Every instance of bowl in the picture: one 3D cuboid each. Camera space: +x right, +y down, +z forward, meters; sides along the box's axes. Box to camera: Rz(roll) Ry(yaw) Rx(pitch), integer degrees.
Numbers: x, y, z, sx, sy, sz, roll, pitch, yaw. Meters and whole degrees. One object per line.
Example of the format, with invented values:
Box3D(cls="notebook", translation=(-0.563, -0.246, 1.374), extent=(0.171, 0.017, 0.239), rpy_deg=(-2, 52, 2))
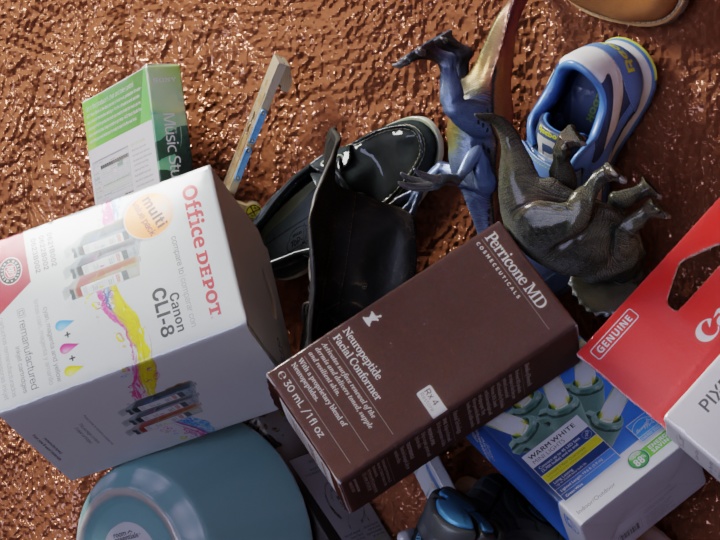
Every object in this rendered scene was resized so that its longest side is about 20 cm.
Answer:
Box3D(cls="bowl", translation=(-0.143, 0.218, 1.575), extent=(0.199, 0.105, 0.203), rpy_deg=(4, 97, 36))

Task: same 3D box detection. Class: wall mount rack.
Box3D(cls="wall mount rack", translation=(0.027, 0.153, 1.523), extent=(0.074, 0.174, 0.201), rpy_deg=(-24, 74, -13))

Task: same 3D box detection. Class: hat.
Box3D(cls="hat", translation=(0.000, 0.000, 1.489), extent=(0.080, 0.201, 0.203), rpy_deg=(8, 97, 1))

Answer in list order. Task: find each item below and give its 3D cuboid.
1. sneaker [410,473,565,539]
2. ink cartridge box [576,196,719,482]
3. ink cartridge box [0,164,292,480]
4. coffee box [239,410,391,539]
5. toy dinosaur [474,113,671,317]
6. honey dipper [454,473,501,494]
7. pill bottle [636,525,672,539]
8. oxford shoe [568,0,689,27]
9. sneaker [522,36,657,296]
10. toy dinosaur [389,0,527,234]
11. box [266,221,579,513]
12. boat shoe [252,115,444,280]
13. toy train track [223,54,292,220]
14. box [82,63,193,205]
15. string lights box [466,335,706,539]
Box3D(cls="sneaker", translation=(0.085, 0.197, 1.453), extent=(0.073, 0.199, 0.082), rpy_deg=(40, 106, 29))
Box3D(cls="ink cartridge box", translation=(0.271, 0.035, 1.363), extent=(0.176, 0.045, 0.200), rpy_deg=(40, 82, 21))
Box3D(cls="ink cartridge box", translation=(-0.165, 0.041, 1.523), extent=(0.198, 0.145, 0.146), rpy_deg=(-20, 60, 6))
Box3D(cls="coffee box", translation=(-0.070, 0.184, 1.632), extent=(0.113, 0.080, 0.201), rpy_deg=(-43, 69, 28))
Box3D(cls="toy dinosaur", translation=(0.149, -0.033, 1.415), extent=(0.102, 0.199, 0.077), rpy_deg=(-50, 27, 17))
Box3D(cls="honey dipper", translation=(0.149, 0.145, 1.513), extent=(0.199, 0.038, 0.038), rpy_deg=(-18, 82, 34))
Box3D(cls="pill bottle", translation=(0.150, 0.277, 1.468), extent=(0.200, 0.115, 0.116), rpy_deg=(-45, 68, 26))
Box3D(cls="oxford shoe", translation=(0.148, -0.233, 1.482), extent=(0.199, 0.071, 0.072), rpy_deg=(32, 107, 27))
Box3D(cls="sneaker", translation=(0.146, -0.075, 1.481), extent=(0.074, 0.082, 0.202), rpy_deg=(25, 108, 29))
Box3D(cls="toy dinosaur", translation=(0.088, -0.086, 1.503), extent=(0.199, 0.105, 0.182), rpy_deg=(-30, 95, 8))
Box3D(cls="box", translation=(0.045, 0.067, 1.411), extent=(0.199, 0.075, 0.100), rpy_deg=(-33, 67, -9))
Box3D(cls="boat shoe", translation=(-0.022, -0.056, 1.601), extent=(0.199, 0.066, 0.075), rpy_deg=(-30, 74, 30))
Box3D(cls="toy train track", translation=(-0.091, -0.076, 1.653), extent=(0.115, 0.032, 0.201), rpy_deg=(-119, 49, -64))
Box3D(cls="box", translation=(-0.179, -0.058, 1.689), extent=(0.144, 0.036, 0.202), rpy_deg=(-14, 83, 60))
Box3D(cls="string lights box", translation=(0.140, 0.108, 1.446), extent=(0.102, 0.059, 0.200), rpy_deg=(-36, 47, -11))
